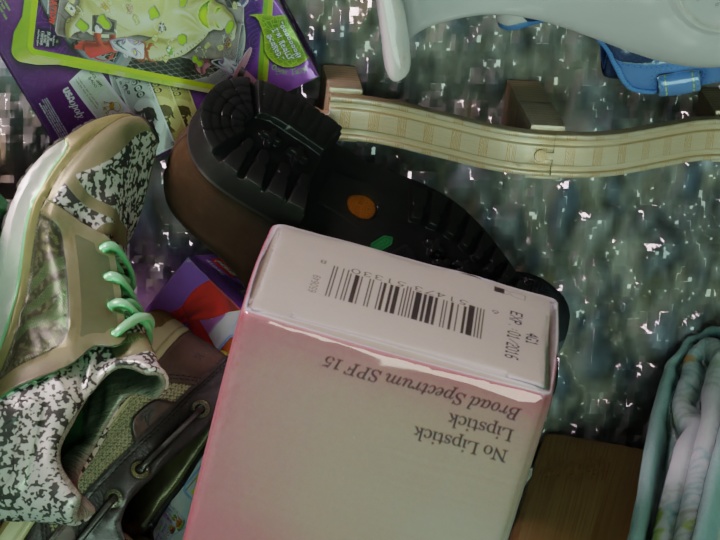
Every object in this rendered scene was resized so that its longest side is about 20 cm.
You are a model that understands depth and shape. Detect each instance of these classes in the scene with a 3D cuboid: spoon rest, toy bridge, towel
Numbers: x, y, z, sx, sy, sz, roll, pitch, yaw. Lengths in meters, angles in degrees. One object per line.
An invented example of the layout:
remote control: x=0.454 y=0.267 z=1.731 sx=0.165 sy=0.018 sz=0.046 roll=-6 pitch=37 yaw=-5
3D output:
spoon rest: x=0.100 y=-0.123 z=1.016 sx=0.200 sy=0.061 sz=0.100 roll=-11 pitch=113 yaw=-10
toy bridge: x=0.076 y=-0.063 z=1.093 sx=0.200 sy=0.067 sz=0.027 roll=2 pitch=114 yaw=-9
towel: x=0.181 y=0.147 z=1.135 sx=0.048 sy=0.200 sz=0.171 roll=-16 pitch=119 yaw=29

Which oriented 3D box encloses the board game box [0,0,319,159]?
board game box: x=-0.114 y=-0.143 z=1.055 sx=0.120 sy=0.032 sz=0.200 roll=-24 pitch=115 yaw=8

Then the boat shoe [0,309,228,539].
boat shoe: x=-0.116 y=0.116 z=1.070 sx=0.065 sy=0.073 sz=0.200 roll=28 pitch=90 yaw=13

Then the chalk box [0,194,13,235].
chalk box: x=-0.240 y=-0.017 z=1.024 sx=0.124 sy=0.200 sz=0.125 roll=43 pitch=103 yaw=12

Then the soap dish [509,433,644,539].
soap dish: x=0.137 y=0.193 z=1.164 sx=0.081 sy=0.157 sz=0.200 roll=-22 pitch=118 yaw=32

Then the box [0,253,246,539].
box: x=-0.085 y=0.111 z=1.128 sx=0.137 sy=0.039 sz=0.200 roll=44 pitch=105 yaw=12

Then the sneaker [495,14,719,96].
sneaker: x=0.150 y=-0.113 z=1.080 sx=0.200 sy=0.074 sz=0.082 roll=21 pitch=109 yaw=-7

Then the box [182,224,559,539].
box: x=-0.005 y=0.101 z=1.013 sx=0.128 sy=0.109 sz=0.200 roll=15 pitch=111 yaw=0

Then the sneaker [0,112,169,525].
sneaker: x=-0.112 y=0.027 z=1.030 sx=0.088 sy=0.200 sz=0.077 roll=12 pitch=157 yaw=21

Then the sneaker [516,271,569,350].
sneaker: x=0.034 y=0.084 z=1.165 sx=0.200 sy=0.074 sz=0.088 roll=-44 pitch=136 yaw=14

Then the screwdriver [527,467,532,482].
screwdriver: x=0.044 y=0.131 z=1.142 sx=0.028 sy=0.029 sz=0.200 roll=-32 pitch=159 yaw=-30

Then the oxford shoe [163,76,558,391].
oxford shoe: x=0.000 y=0.000 z=1.087 sx=0.200 sy=0.073 sz=0.084 roll=39 pitch=138 yaw=-3
